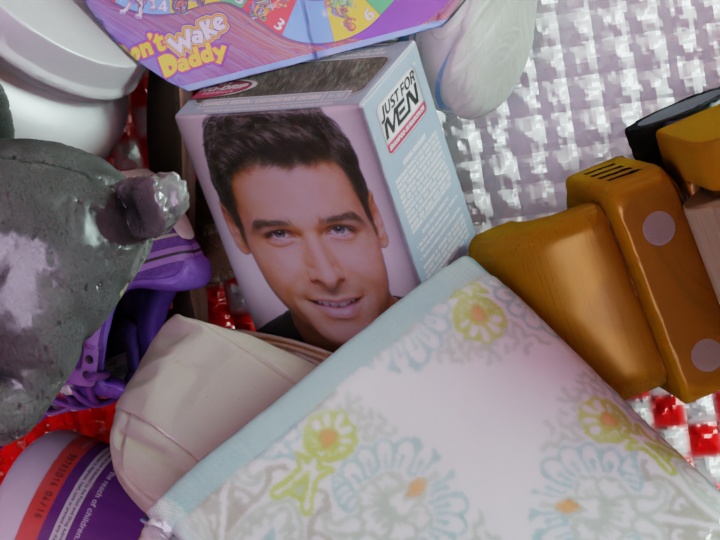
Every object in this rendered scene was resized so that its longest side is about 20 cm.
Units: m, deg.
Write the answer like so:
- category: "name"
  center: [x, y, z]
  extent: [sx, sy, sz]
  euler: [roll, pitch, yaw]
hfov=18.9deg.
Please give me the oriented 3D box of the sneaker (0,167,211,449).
- category: "sneaker"
  center: [-0.145, 0.042, 1.003]
  extent: [0.200, 0.081, 0.084]
  euler: [-46, 73, 27]

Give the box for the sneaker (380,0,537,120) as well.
- category: "sneaker"
  center: [0.063, -0.168, 0.963]
  extent: [0.072, 0.072, 0.201]
  euler: [31, 105, 32]

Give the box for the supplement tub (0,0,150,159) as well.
- category: "supplement tub"
  center: [-0.199, -0.066, 1.010]
  extent: [0.145, 0.145, 0.200]
  euler: [43, 114, 1]

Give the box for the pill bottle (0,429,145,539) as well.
- category: "pill bottle"
  center: [-0.084, 0.161, 1.060]
  extent: [0.199, 0.112, 0.113]
  euler: [20, 108, 10]

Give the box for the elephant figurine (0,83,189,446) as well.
- category: "elephant figurine"
  center: [-0.196, -0.025, 0.881]
  extent: [0.200, 0.141, 0.156]
  euler: [34, 87, -9]

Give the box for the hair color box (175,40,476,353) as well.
- category: "hair color box"
  center: [0.000, 0.000, 0.983]
  extent: [0.099, 0.061, 0.201]
  euler: [-1, 122, 31]

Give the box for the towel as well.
- category: "towel"
  center: [0.030, 0.108, 0.870]
  extent: [0.200, 0.048, 0.171]
  euler: [-38, 73, -20]

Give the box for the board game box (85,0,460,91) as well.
- category: "board game box"
  center: [-0.042, -0.167, 0.921]
  extent: [0.199, 0.039, 0.159]
  euler: [-13, 93, 12]

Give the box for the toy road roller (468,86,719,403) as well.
- category: "toy road roller"
  center: [0.131, 0.005, 0.919]
  extent: [0.145, 0.200, 0.123]
  euler: [-23, 98, -3]

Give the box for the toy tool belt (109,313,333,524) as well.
- category: "toy tool belt"
  center: [-0.019, 0.108, 0.968]
  extent: [0.199, 0.123, 0.125]
  euler: [29, 67, 10]

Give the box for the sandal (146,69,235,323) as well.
- category: "sandal"
  center: [-0.063, -0.020, 1.045]
  extent: [0.069, 0.078, 0.213]
  euler: [-4, 113, -17]
